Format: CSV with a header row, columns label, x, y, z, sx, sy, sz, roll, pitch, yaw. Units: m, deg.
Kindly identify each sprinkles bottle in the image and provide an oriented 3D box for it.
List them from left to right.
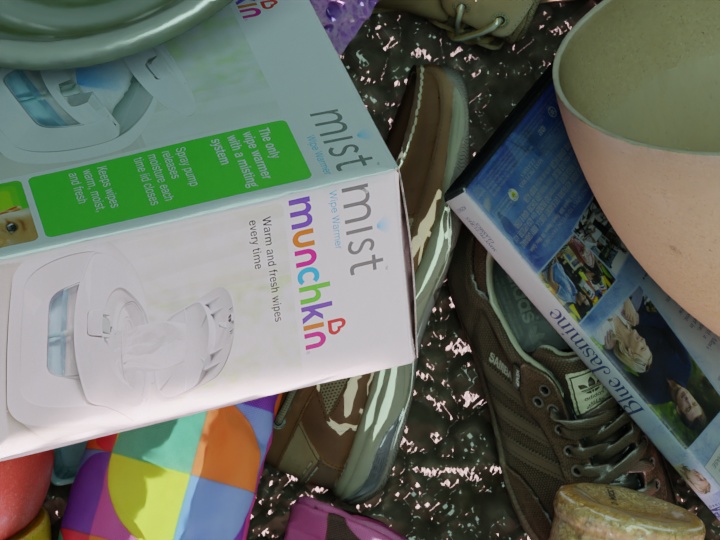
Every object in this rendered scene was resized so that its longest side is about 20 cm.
label,x,y,z,sx,sy,sz,roll,pitch,yaw
sprinkles bottle,0.095,0.196,1.168,0.068,0.068,0.201,12,98,-6

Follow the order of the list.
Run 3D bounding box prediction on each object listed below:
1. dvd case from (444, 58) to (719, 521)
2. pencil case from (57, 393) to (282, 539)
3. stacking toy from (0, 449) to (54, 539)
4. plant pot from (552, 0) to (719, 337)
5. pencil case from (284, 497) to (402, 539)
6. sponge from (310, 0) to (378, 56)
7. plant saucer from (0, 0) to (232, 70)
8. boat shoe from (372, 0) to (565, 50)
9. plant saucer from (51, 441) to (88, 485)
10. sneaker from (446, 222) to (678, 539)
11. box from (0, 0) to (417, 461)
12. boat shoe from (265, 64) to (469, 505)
label,x,y,z,sx,sy,sz,roll,pitch,yaw
dvd case,0.137,-0.003,1.198,0.200,0.018,0.143,49,51,-11
pencil case,-0.082,0.080,1.145,0.088,0.088,0.201,18,83,-5
stacking toy,-0.175,0.107,1.151,0.145,0.146,0.201,-18,102,-9
plant pot,0.190,-0.040,1.137,0.199,0.200,0.135,-19,119,-9
pencil case,-0.026,0.204,1.162,0.094,0.090,0.201,31,79,-45
sponge,-0.024,-0.158,1.145,0.111,0.030,0.200,29,108,-30
plant saucer,-0.103,-0.155,1.076,0.199,0.050,0.201,-7,59,12
boat shoe,0.059,-0.134,1.223,0.199,0.071,0.065,-15,89,-7
plant saucer,-0.124,-0.008,1.212,0.069,0.019,0.201,-11,86,-9
sneaker,0.092,0.063,1.203,0.070,0.076,0.201,-26,87,-10
box,-0.088,-0.033,1.064,0.175,0.200,0.097,-13,125,-9
boat shoe,0.000,0.000,1.200,0.071,0.076,0.201,16,80,-4
